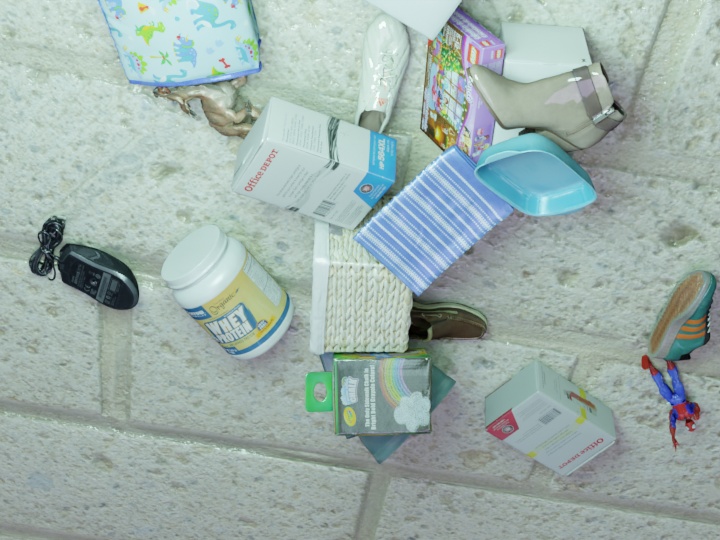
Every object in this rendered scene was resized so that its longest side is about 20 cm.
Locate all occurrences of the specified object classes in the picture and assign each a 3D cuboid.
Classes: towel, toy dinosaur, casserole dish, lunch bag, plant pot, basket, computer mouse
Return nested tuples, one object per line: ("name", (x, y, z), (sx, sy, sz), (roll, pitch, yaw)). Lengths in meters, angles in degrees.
("towel", (0.108, -0.069, 1.456), (0.200, 0.024, 0.145), (-43, 117, 13))
("toy dinosaur", (-0.207, -0.238, 1.518), (0.135, 0.086, 0.200), (-10, 140, 22))
("casserole dish", (0.240, -0.131, 1.395), (0.121, 0.039, 0.200), (-15, 151, 37))
("lunch bag", (-0.247, -0.349, 1.397), (0.199, 0.128, 0.171), (-12, 128, 2))
("plant pot", (0.054, 0.225, 1.819), (0.134, 0.200, 0.200), (43, 125, 5))
("basket", (0.000, 0.000, 1.621), (0.160, 0.199, 0.201), (1, 129, -1))
("computer mouse", (-0.460, -0.007, 1.750), (0.199, 0.053, 0.139), (31, 128, -4))

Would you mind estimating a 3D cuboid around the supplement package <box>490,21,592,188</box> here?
("supplement package", (0.247, -0.233, 1.452), (0.121, 0.120, 0.201), (5, 130, 0))

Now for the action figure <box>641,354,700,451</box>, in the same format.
("action figure", (0.568, 0.243, 1.836), (0.065, 0.099, 0.200), (-21, 127, 22))

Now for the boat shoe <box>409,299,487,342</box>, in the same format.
("boat shoe", (0.120, 0.098, 1.765), (0.201, 0.075, 0.075), (8, 130, -2))

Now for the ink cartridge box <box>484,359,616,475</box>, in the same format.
("ink cartridge box", (0.349, 0.275, 1.886), (0.200, 0.084, 0.145), (33, 125, -20))

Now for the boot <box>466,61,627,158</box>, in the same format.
("boot", (0.249, -0.228, 1.330), (0.146, 0.071, 0.200), (-26, 135, 27))

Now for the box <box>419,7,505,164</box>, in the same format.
("box", (0.139, -0.255, 1.435), (0.039, 0.137, 0.201), (-17, 133, -22))

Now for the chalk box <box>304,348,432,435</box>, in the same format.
("chalk box", (0.011, 0.192, 1.632), (0.199, 0.124, 0.125), (0, 92, 0))

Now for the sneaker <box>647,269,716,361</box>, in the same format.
("sneaker", (0.559, 0.078, 1.720), (0.079, 0.072, 0.201), (9, 135, -9))

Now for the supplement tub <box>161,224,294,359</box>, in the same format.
("supplement tub", (-0.220, 0.036, 1.698), (0.144, 0.145, 0.200), (-26, 123, 24))

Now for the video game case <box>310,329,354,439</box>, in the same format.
("video game case", (0.011, 0.168, 1.728), (0.142, 0.019, 0.201), (-20, 83, 15))

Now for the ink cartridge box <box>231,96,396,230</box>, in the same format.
("ink cartridge box", (-0.067, -0.152, 1.473), (0.199, 0.085, 0.146), (18, 146, -20))

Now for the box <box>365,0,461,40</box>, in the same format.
("box", (0.040, -0.414, 1.301), (0.199, 0.153, 0.106), (28, 126, -16))

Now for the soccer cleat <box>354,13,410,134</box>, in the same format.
("soccer cleat", (0.029, -0.269, 1.469), (0.069, 0.078, 0.201), (9, 129, -3))
